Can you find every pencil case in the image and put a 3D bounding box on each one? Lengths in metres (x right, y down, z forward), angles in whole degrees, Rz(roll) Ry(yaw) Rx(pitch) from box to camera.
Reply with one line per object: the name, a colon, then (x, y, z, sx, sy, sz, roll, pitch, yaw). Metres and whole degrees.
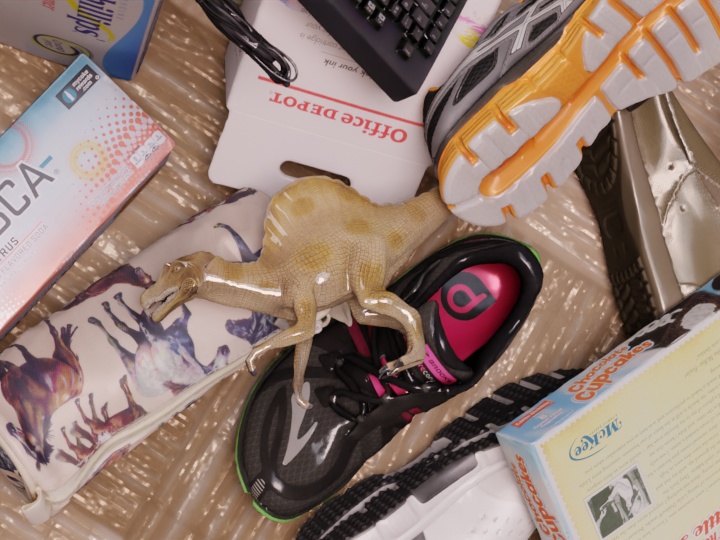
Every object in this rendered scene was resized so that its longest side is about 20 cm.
pencil case: (-0.102, 0.040, 0.869, 0.199, 0.078, 0.089, -36, 53, -24)

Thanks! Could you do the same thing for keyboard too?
keyboard: (-0.034, -0.149, 0.788, 0.200, 0.020, 0.128, 43, 66, -29)

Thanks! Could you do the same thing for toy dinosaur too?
toy dinosaur: (0.000, 0.000, 0.842, 0.198, 0.058, 0.102, -21, 85, -23)

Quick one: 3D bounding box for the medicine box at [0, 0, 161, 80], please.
medicine box: (-0.120, -0.216, 0.860, 0.102, 0.182, 0.202, 18, 80, -9)

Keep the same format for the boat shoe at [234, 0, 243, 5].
boat shoe: (0.013, -0.195, 0.945, 0.199, 0.066, 0.073, -17, 87, -14)

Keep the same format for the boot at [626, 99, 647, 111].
boot: (0.115, -0.207, 0.909, 0.199, 0.064, 0.187, 34, 90, 8)

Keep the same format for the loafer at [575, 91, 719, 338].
loafer: (0.158, -0.053, 0.960, 0.067, 0.076, 0.202, -13, 91, -17)

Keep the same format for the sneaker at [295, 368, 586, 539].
sneaker: (0.064, 0.121, 0.927, 0.199, 0.074, 0.081, -31, 105, -9)

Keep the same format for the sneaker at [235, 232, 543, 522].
sneaker: (0.014, 0.046, 0.909, 0.200, 0.084, 0.077, -43, 93, -13)

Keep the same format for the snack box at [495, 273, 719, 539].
snack box: (0.172, 0.081, 0.908, 0.199, 0.037, 0.117, -32, 109, -22)

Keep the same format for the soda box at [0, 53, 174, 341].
soda box: (-0.183, -0.010, 0.884, 0.068, 0.064, 0.200, 43, 76, -4)

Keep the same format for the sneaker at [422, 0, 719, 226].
sneaker: (0.106, -0.112, 0.851, 0.199, 0.077, 0.078, -38, 129, 7)

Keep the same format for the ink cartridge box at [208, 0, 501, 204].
ink cartridge box: (0.001, -0.130, 0.903, 0.116, 0.068, 0.201, 15, 118, -15)
